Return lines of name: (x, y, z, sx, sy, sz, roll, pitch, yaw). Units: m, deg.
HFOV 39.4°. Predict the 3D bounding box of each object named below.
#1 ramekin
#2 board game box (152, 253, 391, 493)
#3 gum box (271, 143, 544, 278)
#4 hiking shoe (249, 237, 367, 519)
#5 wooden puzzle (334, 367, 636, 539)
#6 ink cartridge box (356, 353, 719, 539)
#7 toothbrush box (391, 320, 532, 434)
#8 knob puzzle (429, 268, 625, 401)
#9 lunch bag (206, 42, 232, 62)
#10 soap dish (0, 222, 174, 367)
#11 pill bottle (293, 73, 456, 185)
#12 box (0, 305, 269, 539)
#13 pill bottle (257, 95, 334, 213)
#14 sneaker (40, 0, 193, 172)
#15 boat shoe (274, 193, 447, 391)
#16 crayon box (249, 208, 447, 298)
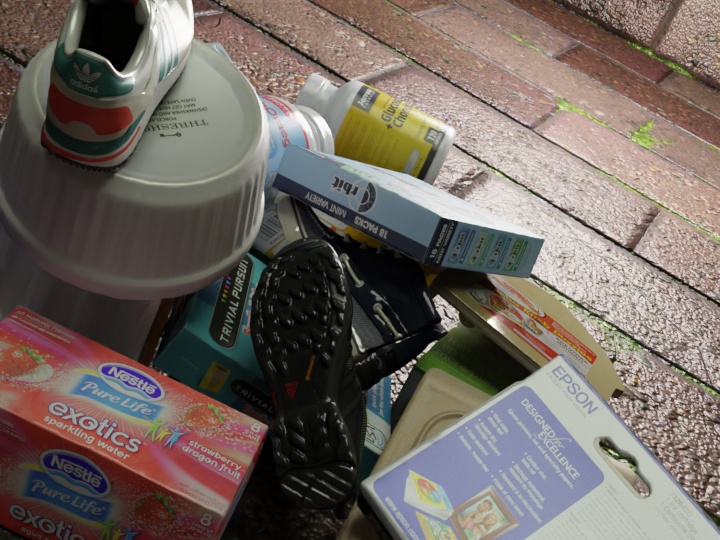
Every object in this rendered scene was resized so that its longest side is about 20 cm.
ramekin: (-0.155, -0.088, 0.709, 0.200, 0.095, 0.204, 13, 48, -14)
board game box: (-0.063, 0.072, 0.835, 0.199, 0.047, 0.151, 36, 26, -18)
gum box: (0.047, -0.051, 0.894, 0.169, 0.045, 0.199, 29, 13, 33)
hiking shoe: (-0.035, 0.078, 0.735, 0.075, 0.101, 0.202, -5, 68, 5)
wooden puzzle: (0.092, 0.194, 0.765, 0.184, 0.046, 0.201, 27, 57, 10)
ink cartridge box: (0.132, 0.187, 0.722, 0.199, 0.047, 0.198, -27, 62, -24)
toothbrush box: (0.130, 0.118, 0.927, 0.145, 0.087, 0.200, 33, 29, 14)
knob puzzle: (0.154, 0.056, 0.920, 0.219, 0.031, 0.220, 30, 21, -13)
lunch bag: (-0.178, -0.117, 1.031, 0.201, 0.127, 0.169, 57, 34, 2)
soap dish: (-0.241, 0.007, 0.764, 0.198, 0.158, 0.081, 22, 12, -4)
pill bottle: (0.012, -0.170, 1.275, 0.199, 0.113, 0.112, 26, 29, 1)
box: (-0.176, 0.122, 0.675, 0.199, 0.095, 0.103, 26, 28, 1)
pill bottle: (-0.109, -0.103, 0.915, 0.108, 0.109, 0.200, 35, 27, 18)
sneaker: (-0.145, -0.158, 0.642, 0.070, 0.094, 0.201, 19, 48, -8)
boat shoe: (0.000, 0.000, 0.857, 0.092, 0.075, 0.201, -27, 61, 0)
crayon box: (-0.009, -0.004, 0.991, 0.199, 0.052, 0.126, 32, 51, 26)
